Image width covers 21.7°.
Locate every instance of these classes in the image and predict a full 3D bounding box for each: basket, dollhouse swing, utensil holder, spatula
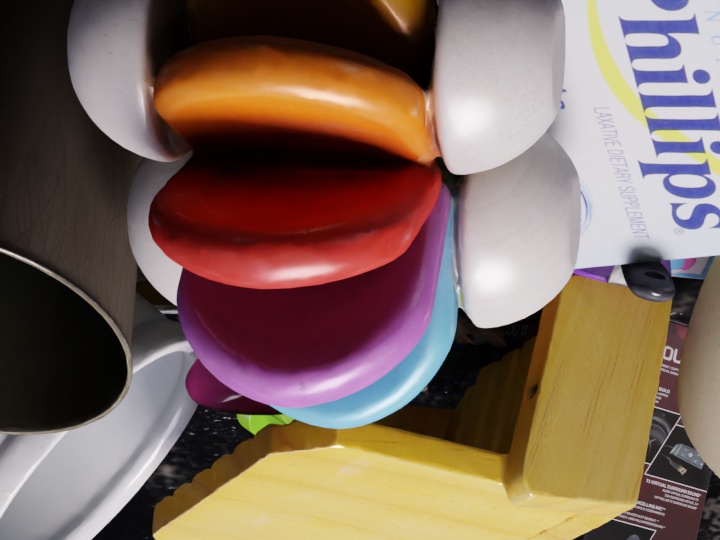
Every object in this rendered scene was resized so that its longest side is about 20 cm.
[{"bbox_3d":[-0.155,-0.058,0.807,0.136,0.201,0.180,0,151,8],"label":"basket"},{"bbox_3d":[0.018,0.072,0.950,0.175,0.182,0.200,29,144,-18],"label":"dollhouse swing"},{"bbox_3d":[-0.204,0.040,0.947,0.200,0.170,0.170,39,154,15],"label":"utensil holder"},{"bbox_3d":[0.125,-0.001,0.868,0.056,0.021,0.200,12,-177,2],"label":"spatula"}]

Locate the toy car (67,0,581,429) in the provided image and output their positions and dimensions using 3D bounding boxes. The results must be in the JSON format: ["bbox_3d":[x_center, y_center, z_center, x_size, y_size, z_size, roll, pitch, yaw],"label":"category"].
[{"bbox_3d":[-0.015,-0.024,0.675,0.174,0.150,0.200,2,139,13],"label":"toy car"}]

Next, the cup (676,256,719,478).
[{"bbox_3d":[0.253,0.009,0.900,0.200,0.201,0.144,0,130,10],"label":"cup"}]

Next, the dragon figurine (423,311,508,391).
[{"bbox_3d":[0.016,0.036,1.046,0.099,0.059,0.200,-27,165,18],"label":"dragon figurine"}]

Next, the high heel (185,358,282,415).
[{"bbox_3d":[0.000,0.000,0.906,0.200,0.067,0.096,-25,139,-7],"label":"high heel"}]

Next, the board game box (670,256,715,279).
[{"bbox_3d":[0.094,-0.052,0.947,0.199,0.034,0.135,7,150,-3],"label":"board game box"}]

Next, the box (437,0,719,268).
[{"bbox_3d":[0.097,-0.099,0.760,0.199,0.105,0.184,-6,138,19],"label":"box"}]

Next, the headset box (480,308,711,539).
[{"bbox_3d":[0.123,0.106,1.050,0.077,0.201,0.149,19,170,-26],"label":"headset box"}]

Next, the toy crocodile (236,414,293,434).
[{"bbox_3d":[-0.051,0.064,1.152,0.067,0.062,0.200,29,162,38],"label":"toy crocodile"}]

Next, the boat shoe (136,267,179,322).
[{"bbox_3d":[-0.085,0.005,1.038,0.199,0.070,0.071,3,152,-2],"label":"boat shoe"}]
